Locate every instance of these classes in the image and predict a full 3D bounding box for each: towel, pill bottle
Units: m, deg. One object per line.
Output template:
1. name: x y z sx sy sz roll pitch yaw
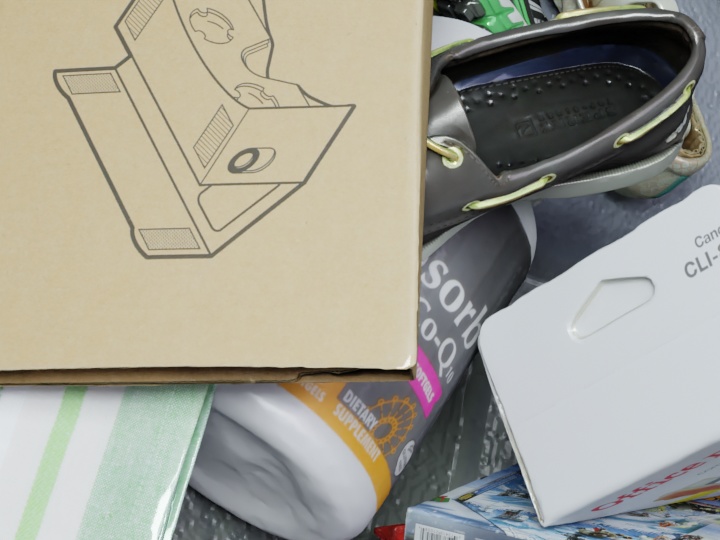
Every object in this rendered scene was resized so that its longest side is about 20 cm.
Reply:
1. towel: -0.157 0.054 0.688 0.199 0.023 0.154 13 70 6
2. pill bottle: 0.000 0.000 0.791 0.116 0.116 0.200 42 63 -17

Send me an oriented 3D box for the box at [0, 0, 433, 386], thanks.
1. box: -0.055 -0.057 0.694 0.162 0.021 0.201 -1 68 12

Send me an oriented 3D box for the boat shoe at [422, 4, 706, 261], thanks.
1. boat shoe: 0.033 -0.050 0.721 0.200 0.061 0.072 -19 66 -16

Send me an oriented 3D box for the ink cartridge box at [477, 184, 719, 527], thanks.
1. ink cartridge box: 0.167 0.029 0.772 0.199 0.145 0.084 -2 66 -43

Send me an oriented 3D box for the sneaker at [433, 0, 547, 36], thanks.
1. sneaker: 0.054 -0.137 0.827 0.085 0.078 0.200 -53 145 -17

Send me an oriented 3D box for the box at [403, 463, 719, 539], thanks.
1. box: 0.134 0.119 0.777 0.137 0.199 0.040 -11 109 -58

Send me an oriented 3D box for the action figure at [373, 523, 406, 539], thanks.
1. action figure: 0.012 0.206 0.799 0.065 0.052 0.202 -7 84 -27

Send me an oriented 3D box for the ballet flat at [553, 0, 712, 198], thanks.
1. ballet flat: 0.122 -0.134 0.919 0.067 0.062 0.201 -16 89 -32
